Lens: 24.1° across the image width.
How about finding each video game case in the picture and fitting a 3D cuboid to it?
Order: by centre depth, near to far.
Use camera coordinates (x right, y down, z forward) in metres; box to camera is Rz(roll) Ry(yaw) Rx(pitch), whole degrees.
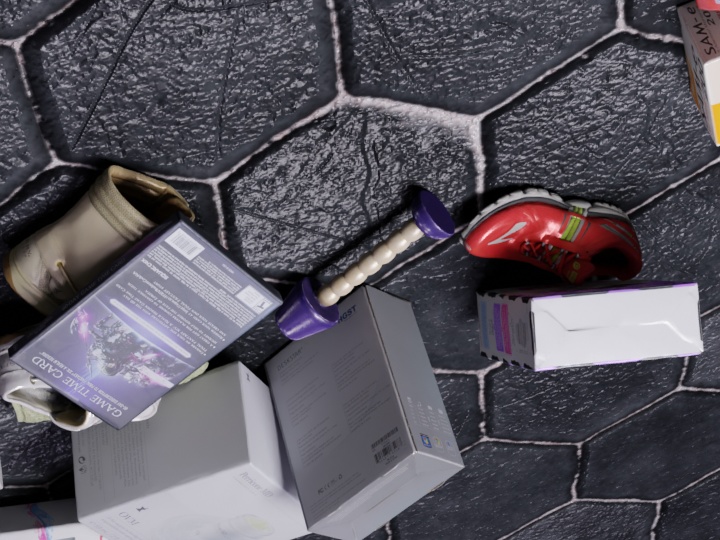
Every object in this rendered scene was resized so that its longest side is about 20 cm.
[{"bbox_3d":[-0.187,0.048,1.475,0.200,0.019,0.143,-37,132,14],"label":"video game case"}]

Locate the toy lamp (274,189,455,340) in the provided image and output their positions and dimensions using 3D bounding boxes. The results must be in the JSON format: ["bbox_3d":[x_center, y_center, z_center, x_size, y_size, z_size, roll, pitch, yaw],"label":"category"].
[{"bbox_3d":[0.000,0.000,1.610,0.200,0.058,0.058,-35,142,23],"label":"toy lamp"}]

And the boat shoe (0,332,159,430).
[{"bbox_3d":[-0.265,0.120,1.581,0.071,0.070,0.199,-38,142,28],"label":"boat shoe"}]

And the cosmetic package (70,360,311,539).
[{"bbox_3d":[-0.163,0.211,1.752,0.199,0.123,0.199,-21,147,15],"label":"cosmetic package"}]

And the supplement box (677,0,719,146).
[{"bbox_3d":[0.388,-0.203,1.482,0.199,0.074,0.126,-21,145,6],"label":"supplement box"}]

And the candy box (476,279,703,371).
[{"bbox_3d":[0.219,0.050,1.662,0.167,0.072,0.200,-5,-178,-11],"label":"candy box"}]

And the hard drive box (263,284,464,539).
[{"bbox_3d":[0.000,0.142,1.679,0.156,0.201,0.077,-38,141,28],"label":"hard drive box"}]

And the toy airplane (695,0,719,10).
[{"bbox_3d":[0.387,-0.257,1.338,0.199,0.141,0.200,25,107,-18],"label":"toy airplane"}]

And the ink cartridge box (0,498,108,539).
[{"bbox_3d":[-0.342,0.330,1.811,0.199,0.088,0.146,-7,103,-6],"label":"ink cartridge box"}]

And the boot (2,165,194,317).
[{"bbox_3d":[-0.193,0.004,1.494,0.155,0.073,0.200,-38,120,24],"label":"boot"}]

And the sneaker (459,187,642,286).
[{"bbox_3d":[0.192,-0.025,1.633,0.199,0.085,0.077,1,140,-26],"label":"sneaker"}]

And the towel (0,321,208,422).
[{"bbox_3d":[-0.253,0.087,1.635,0.199,0.037,0.149,-16,146,-2],"label":"towel"}]

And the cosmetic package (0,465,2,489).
[{"bbox_3d":[-0.457,0.179,1.632,0.199,0.091,0.107,-11,145,-5],"label":"cosmetic package"}]
